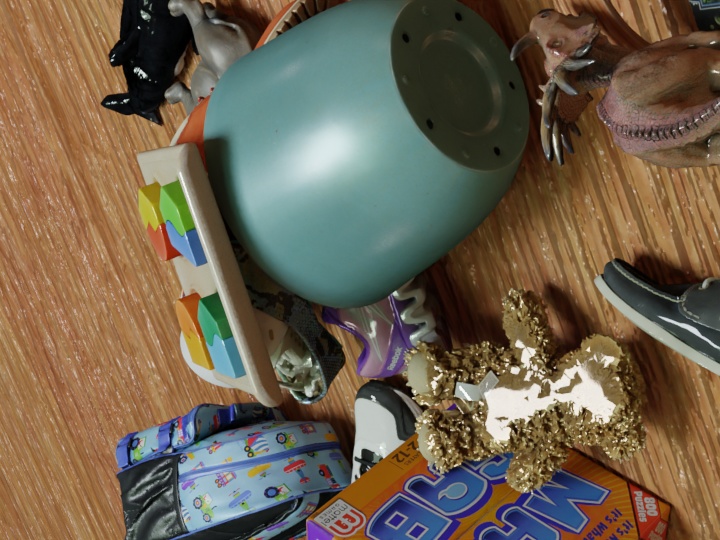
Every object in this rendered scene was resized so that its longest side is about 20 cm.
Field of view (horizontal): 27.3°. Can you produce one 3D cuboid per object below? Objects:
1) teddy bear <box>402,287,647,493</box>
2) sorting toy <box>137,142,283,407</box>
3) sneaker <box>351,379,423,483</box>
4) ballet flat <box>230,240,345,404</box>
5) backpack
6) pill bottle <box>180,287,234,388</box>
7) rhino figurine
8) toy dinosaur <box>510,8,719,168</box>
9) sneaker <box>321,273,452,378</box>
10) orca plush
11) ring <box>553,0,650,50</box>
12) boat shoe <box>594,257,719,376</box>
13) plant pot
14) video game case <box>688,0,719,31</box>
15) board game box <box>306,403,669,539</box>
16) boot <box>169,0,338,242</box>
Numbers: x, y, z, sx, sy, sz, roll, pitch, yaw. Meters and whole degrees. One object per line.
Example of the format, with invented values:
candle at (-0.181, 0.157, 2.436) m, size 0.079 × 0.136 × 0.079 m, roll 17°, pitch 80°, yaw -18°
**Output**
teddy bear at (0.120, 0.092, 1.092) m, size 0.199 × 0.066 × 0.147 m, roll -29°, pitch 75°, yaw 30°
sorting toy at (-0.118, 0.002, 1.070) m, size 0.200 × 0.036 × 0.188 m, roll -167°, pitch 57°, yaw -74°
sneaker at (0.023, 0.191, 1.290) m, size 0.073 × 0.080 × 0.203 m, roll 14°, pitch 124°, yaw 42°
ballet flat at (-0.066, 0.051, 1.175) m, size 0.074 × 0.075 × 0.200 m, roll 26°, pitch 165°, yaw 35°
backpack at (-0.103, 0.188, 1.356) m, size 0.199 × 0.181 × 0.136 m, roll -24°, pitch 73°, yaw 35°
pill bottle at (-0.095, 0.006, 1.269) m, size 0.109 × 0.109 × 0.201 m, roll 43°, pitch 140°, yaw 18°
rhino figurine at (-0.118, -0.133, 1.241) m, size 0.087 × 0.059 × 0.202 m, roll 36°, pitch 139°, yaw 30°
toy dinosaur at (0.155, -0.090, 0.796) m, size 0.200 × 0.133 × 0.087 m, roll -101°, pitch 13°, yaw -77°
sneaker at (0.000, 0.000, 1.159) m, size 0.087 × 0.081 × 0.202 m, roll -22°, pitch 100°, yaw 10°
orca plush at (-0.199, -0.197, 1.277) m, size 0.106 × 0.071 × 0.200 m, roll 51°, pitch 142°, yaw 9°
ring at (0.187, -0.176, 0.825) m, size 0.199 × 0.019 × 0.202 m, roll 27°, pitch 138°, yaw 27°
boat shoe at (0.240, 0.036, 0.965) m, size 0.199 × 0.071 × 0.068 m, roll 32°, pitch 100°, yaw 40°
plant pot at (0.019, -0.095, 1.011) m, size 0.160 × 0.200 × 0.202 m, roll -28°, pitch 94°, yaw 45°
video game case at (0.262, -0.176, 0.801) m, size 0.199 × 0.036 × 0.183 m, roll -7°, pitch 108°, yaw 51°
board game box at (0.095, 0.261, 1.156) m, size 0.199 × 0.199 × 0.202 m, roll 28°, pitch 134°, yaw 33°
boot at (-0.087, -0.132, 1.146) m, size 0.107 × 0.075 × 0.202 m, roll 37°, pitch 100°, yaw 49°
